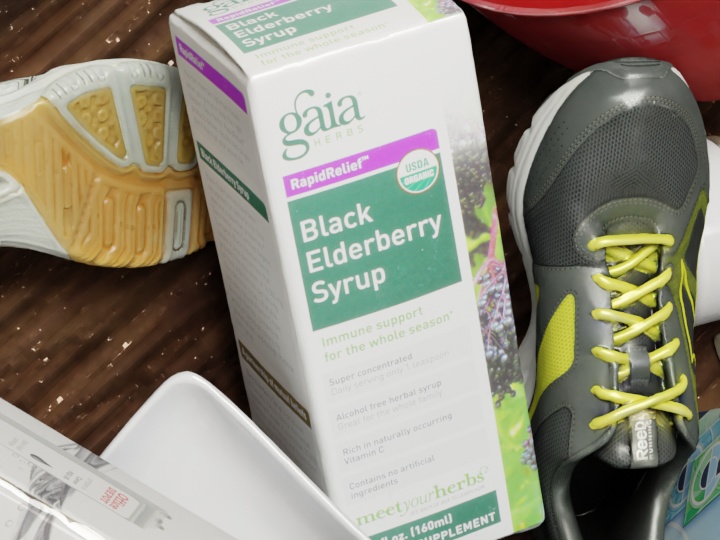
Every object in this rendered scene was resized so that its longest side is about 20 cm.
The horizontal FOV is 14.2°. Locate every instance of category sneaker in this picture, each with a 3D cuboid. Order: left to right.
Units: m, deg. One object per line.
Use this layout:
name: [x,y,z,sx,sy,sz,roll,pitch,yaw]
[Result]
sneaker: [-0.131,-0.041,1.015,0.199,0.087,0.076,-5,106,-38]
sneaker: [0.095,0.023,1.015,0.074,0.085,0.201,-6,122,-16]

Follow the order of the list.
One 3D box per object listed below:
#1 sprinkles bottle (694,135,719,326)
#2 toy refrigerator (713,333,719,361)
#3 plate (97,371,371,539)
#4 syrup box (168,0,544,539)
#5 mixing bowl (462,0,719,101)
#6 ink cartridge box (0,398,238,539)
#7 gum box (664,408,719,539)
sprinkles bottle: [0.201,-0.036,1.104,0.199,0.068,0.069,-16,88,-16]
toy refrigerator: [0.203,0.037,1.028,0.070,0.200,0.076,-20,88,-17]
plate: [-0.050,0.167,0.995,0.200,0.032,0.200,42,100,0]
syrup box: [0.000,0.000,0.996,0.078,0.081,0.201,-19,119,-17]
mixing bowl: [0.125,-0.136,1.052,0.200,0.200,0.108,-51,132,-15]
ink cartridge box: [-0.140,0.120,0.941,0.199,0.083,0.147,30,101,3]
gum box: [0.121,0.146,1.008,0.044,0.170,0.201,21,78,-12]
